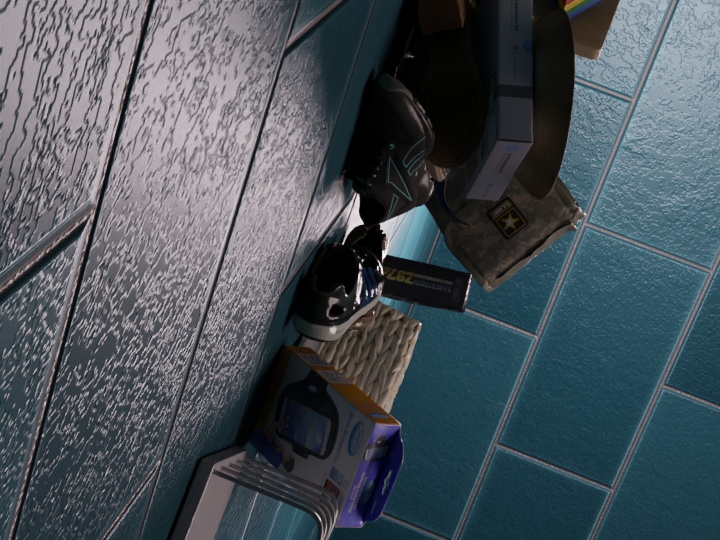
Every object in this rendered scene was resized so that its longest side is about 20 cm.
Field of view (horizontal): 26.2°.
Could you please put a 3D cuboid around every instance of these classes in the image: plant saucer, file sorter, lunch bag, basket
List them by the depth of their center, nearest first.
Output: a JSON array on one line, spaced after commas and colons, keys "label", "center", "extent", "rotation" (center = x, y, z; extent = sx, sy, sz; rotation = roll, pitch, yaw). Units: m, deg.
[{"label": "file sorter", "center": [-0.101, 0.255, 1.437], "extent": [0.200, 0.125, 0.139], "rotation": [40, 72, -85]}, {"label": "plant saucer", "center": [0.180, -0.175, 1.610], "extent": [0.200, 0.035, 0.200], "rotation": [-175, -90, -83]}, {"label": "basket", "center": [-0.021, 0.133, 1.783], "extent": [0.136, 0.123, 0.200], "rotation": [105, 7, -57]}, {"label": "lunch bag", "center": [0.176, -0.091, 1.994], "extent": [0.164, 0.200, 0.118], "rotation": [-39, 145, 11]}]

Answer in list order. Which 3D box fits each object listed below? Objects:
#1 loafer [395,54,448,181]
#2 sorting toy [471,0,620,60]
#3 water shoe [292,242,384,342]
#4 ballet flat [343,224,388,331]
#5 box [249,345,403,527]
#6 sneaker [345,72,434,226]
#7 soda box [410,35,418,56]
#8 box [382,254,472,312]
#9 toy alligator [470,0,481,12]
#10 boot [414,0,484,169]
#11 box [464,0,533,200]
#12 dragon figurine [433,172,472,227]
[{"label": "loafer", "center": [0.060, -0.170, 1.753], "extent": [0.200, 0.068, 0.076], "rotation": [73, 33, -56]}, {"label": "sorting toy", "center": [0.217, -0.368, 1.817], "extent": [0.070, 0.200, 0.199], "rotation": [102, 11, -57]}, {"label": "water shoe", "center": [-0.013, 0.005, 1.648], "extent": [0.200, 0.071, 0.079], "rotation": [-61, 168, -62]}, {"label": "ballet flat", "center": [0.000, 0.000, 1.767], "extent": [0.046, 0.067, 0.200], "rotation": [-56, -172, 33]}, {"label": "box", "center": [-0.033, 0.172, 1.578], "extent": [0.200, 0.041, 0.119], "rotation": [37, -68, 49]}, {"label": "sneaker", "center": [0.028, -0.115, 1.564], "extent": [0.079, 0.075, 0.200], "rotation": [-35, 147, -17]}, {"label": "soda box", "center": [0.108, -0.269, 1.817], "extent": [0.200, 0.068, 0.064], "rotation": [-44, 154, -80]}, {"label": "box", "center": [0.059, 0.014, 1.949], "extent": [0.200, 0.158, 0.051], "rotation": [41, 62, -85]}, {"label": "toy alligator", "center": [0.152, -0.304, 1.741], "extent": [0.059, 0.200, 0.054], "rotation": [-57, -149, -6]}, {"label": "boot", "center": [0.089, -0.219, 1.620], "extent": [0.155, 0.077, 0.200], "rotation": [-74, 153, -69]}, {"label": "box", "center": [0.143, -0.193, 1.611], "extent": [0.156, 0.041, 0.200], "rotation": [113, -21, -69]}, {"label": "dragon figurine", "center": [0.098, -0.153, 1.879], "extent": [0.099, 0.059, 0.200], "rotation": [-51, -134, 39]}]
